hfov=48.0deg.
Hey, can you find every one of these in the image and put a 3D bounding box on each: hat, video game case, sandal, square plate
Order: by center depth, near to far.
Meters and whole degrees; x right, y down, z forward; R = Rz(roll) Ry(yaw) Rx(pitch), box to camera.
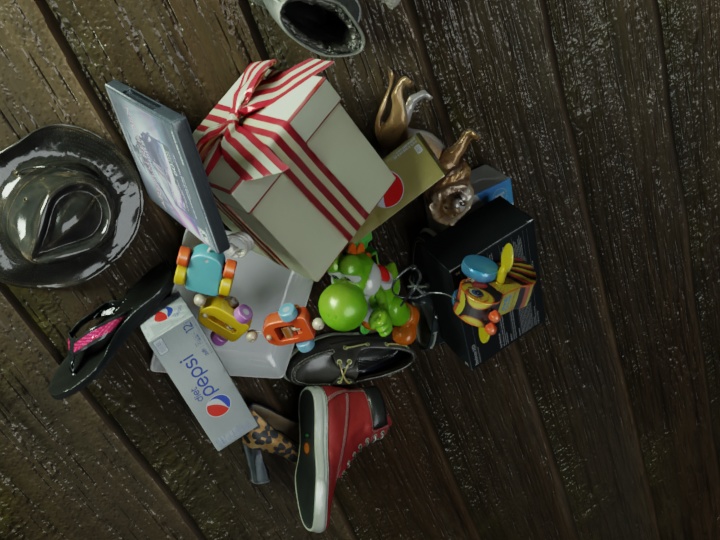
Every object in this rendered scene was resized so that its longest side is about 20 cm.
[{"bbox_3d":[-0.205,-0.113,0.848,0.019,0.199,0.144,-29,125,-23],"label":"video game case"},{"bbox_3d":[-0.325,-0.052,0.881,0.198,0.081,0.203,-14,121,-25],"label":"hat"},{"bbox_3d":[-0.303,0.064,0.959,0.201,0.075,0.045,-50,130,-11],"label":"sandal"},{"bbox_3d":[-0.162,0.044,1.060,0.196,0.028,0.202,8,108,-34],"label":"square plate"}]

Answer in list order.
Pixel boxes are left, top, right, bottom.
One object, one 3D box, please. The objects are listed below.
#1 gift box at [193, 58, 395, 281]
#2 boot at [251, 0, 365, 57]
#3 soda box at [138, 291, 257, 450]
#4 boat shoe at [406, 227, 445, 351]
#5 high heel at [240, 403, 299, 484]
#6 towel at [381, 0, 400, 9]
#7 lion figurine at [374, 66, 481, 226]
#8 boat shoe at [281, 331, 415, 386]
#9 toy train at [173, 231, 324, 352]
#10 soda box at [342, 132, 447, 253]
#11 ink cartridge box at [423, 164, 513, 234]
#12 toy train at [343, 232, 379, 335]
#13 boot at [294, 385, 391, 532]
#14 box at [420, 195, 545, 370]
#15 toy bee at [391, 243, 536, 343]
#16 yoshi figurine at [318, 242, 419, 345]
[{"bbox_3d":[-0.083,-0.122,0.911,0.187,0.199,0.186,47,70,-37],"label":"gift box"},{"bbox_3d":[-0.040,-0.277,0.868,0.180,0.200,0.073,5,111,-32],"label":"boot"},{"bbox_3d":[-0.203,0.129,1.016,0.063,0.068,0.202,-31,126,-13],"label":"soda box"},{"bbox_3d":[0.101,0.034,1.185,0.060,0.075,0.202,-29,124,-23],"label":"boat shoe"},{"bbox_3d":[-0.077,0.229,1.171,0.197,0.072,0.144,-16,127,-14],"label":"high heel"},{"bbox_3d":[0.007,-0.414,0.936,0.199,0.034,0.133,30,97,-38],"label":"towel"},{"bbox_3d":[0.080,-0.160,1.064,0.199,0.073,0.123,39,105,-2],"label":"lion figurine"},{"bbox_3d":[-0.014,0.130,1.170,0.199,0.061,0.073,-12,119,-26],"label":"boat shoe"},{"bbox_3d":[-0.137,0.024,0.987,0.148,0.056,0.201,-16,128,18],"label":"toy train"},{"bbox_3d":[0.011,-0.087,1.018,0.199,0.068,0.064,-37,94,14],"label":"soda box"},{"bbox_3d":[0.170,-0.038,1.196,0.115,0.067,0.202,-26,124,-17],"label":"ink cartridge box"},{"bbox_3d":[0.000,0.000,1.131,0.056,0.042,0.202,-29,125,-29],"label":"toy train"},{"bbox_3d":[-0.017,0.267,1.152,0.143,0.072,0.203,5,86,-32],"label":"boot"},{"bbox_3d":[0.175,0.020,1.129,0.140,0.079,0.202,-32,133,-16],"label":"box"},{"bbox_3d":[0.152,0.041,1.001,0.198,0.109,0.132,-26,133,-18],"label":"toy bee"},{"bbox_3d":[0.000,0.047,1.030,0.111,0.113,0.200,-27,149,12],"label":"yoshi figurine"}]
